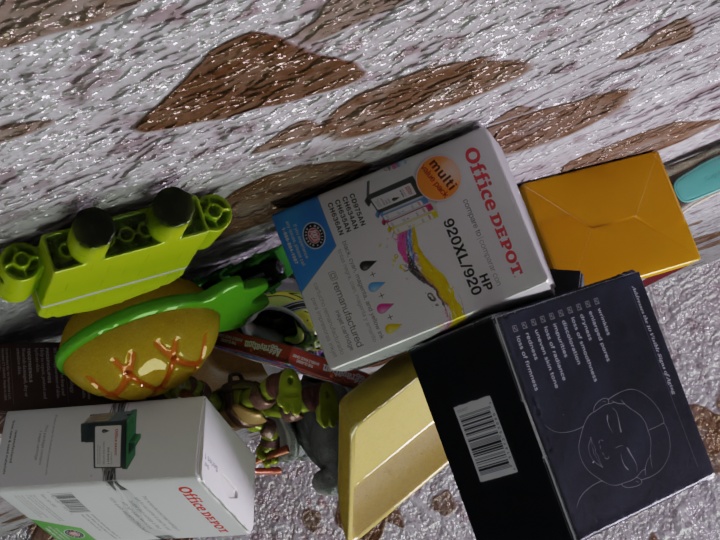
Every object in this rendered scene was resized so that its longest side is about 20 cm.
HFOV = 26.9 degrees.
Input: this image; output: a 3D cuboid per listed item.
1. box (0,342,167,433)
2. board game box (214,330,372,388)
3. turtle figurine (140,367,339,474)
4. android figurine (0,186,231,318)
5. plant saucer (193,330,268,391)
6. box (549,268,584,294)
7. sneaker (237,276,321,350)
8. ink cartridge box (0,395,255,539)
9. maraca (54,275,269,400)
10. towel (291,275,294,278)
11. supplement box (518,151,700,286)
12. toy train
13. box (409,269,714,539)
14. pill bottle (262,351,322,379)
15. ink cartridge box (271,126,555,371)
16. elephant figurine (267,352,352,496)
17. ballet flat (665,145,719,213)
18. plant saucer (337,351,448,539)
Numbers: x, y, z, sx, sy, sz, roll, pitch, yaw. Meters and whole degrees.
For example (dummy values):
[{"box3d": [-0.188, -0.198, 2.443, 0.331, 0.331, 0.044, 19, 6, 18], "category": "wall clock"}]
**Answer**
[{"box3d": [-0.287, 0.113, 1.455, 0.200, 0.075, 0.100, 2, 162, -25], "category": "box"}, {"box3d": [-0.088, 0.080, 1.444, 0.103, 0.019, 0.200, 21, 173, -38], "category": "board game box"}, {"box3d": [-0.099, 0.134, 1.430, 0.161, 0.064, 0.200, -14, 138, 38], "category": "turtle figurine"}, {"box3d": [-0.189, -0.012, 1.155, 0.182, 0.041, 0.200, -17, 170, -20], "category": "android figurine"}, {"box3d": [-0.104, 0.094, 1.730, 0.200, 0.035, 0.200, -7, -151, 4], "category": "plant saucer"}, {"box3d": [0.156, 0.075, 1.584, 0.163, 0.086, 0.200, 4, 154, 16], "category": "box"}, {"box3d": [-0.041, 0.058, 1.500, 0.200, 0.076, 0.075, 11, 125, -13], "category": "sneaker"}, {"box3d": [-0.210, 0.187, 1.385, 0.200, 0.084, 0.146, -6, 149, 14], "category": "ink cartridge box"}, {"box3d": [-0.176, 0.052, 1.347, 0.200, 0.107, 0.137, -20, 164, -9], "category": "maraca"}, {"box3d": [0.000, 0.000, 1.524, 0.200, 0.086, 0.018, -23, -157, 19], "category": "towel"}, {"box3d": [0.233, -0.023, 1.708, 0.197, 0.133, 0.200, -15, 169, -30], "category": "supplement box"}, {"box3d": [-0.148, 0.022, 1.443, 0.200, 0.042, 0.056, -20, -170, 29], "category": "toy train"}, {"box3d": [0.177, 0.125, 1.311, 0.196, 0.200, 0.124, -15, 172, -40], "category": "box"}, {"box3d": [-0.015, 0.045, 1.645, 0.200, 0.112, 0.111, -17, 171, -15], "category": "pill bottle"}, {"box3d": [0.052, -0.015, 1.312, 0.200, 0.147, 0.145, -22, 173, 7], "category": "ink cartridge box"}, {"box3d": [-0.049, 0.153, 1.555, 0.141, 0.155, 0.200, 15, -173, -46], "category": "elephant figurine"}, {"box3d": [0.373, -0.095, 1.815, 0.200, 0.068, 0.062, -21, -168, 15], "category": "ballet flat"}, {"box3d": [0.045, 0.138, 1.428, 0.200, 0.048, 0.200, -36, 149, -28], "category": "plant saucer"}]
